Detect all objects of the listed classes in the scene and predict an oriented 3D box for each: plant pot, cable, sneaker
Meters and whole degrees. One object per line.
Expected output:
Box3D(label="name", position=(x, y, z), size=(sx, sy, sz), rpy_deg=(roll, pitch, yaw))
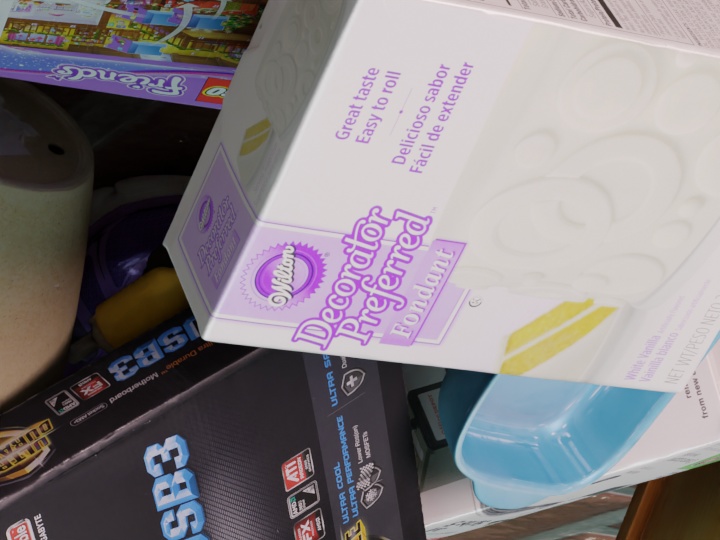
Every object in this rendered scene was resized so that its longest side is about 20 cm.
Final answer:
Box3D(label="plant pot", position=(-0.192, 0.017, 0.996), size=(0.187, 0.188, 0.200), rpy_deg=(14, 121, -31))
Box3D(label="cable", position=(-0.032, -0.014, 1.009), size=(0.097, 0.050, 0.200), rpy_deg=(10, 141, -43))
Box3D(label="sneaker", position=(-0.115, 0.029, 1.124), size=(0.200, 0.084, 0.081), rpy_deg=(-38, 145, 28))

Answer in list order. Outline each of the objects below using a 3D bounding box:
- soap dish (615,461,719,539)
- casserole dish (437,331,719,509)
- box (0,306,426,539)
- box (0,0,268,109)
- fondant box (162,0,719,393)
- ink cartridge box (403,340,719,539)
Box3D(label="soap dish", position=(0.206, 0.122, 1.280), size=(0.081, 0.200, 0.157), rpy_deg=(35, 152, -18))
Box3D(label="casserole dish", position=(0.105, 0.014, 1.038), size=(0.121, 0.039, 0.200), rpy_deg=(15, 117, -49))
Box3D(label="box", position=(-0.067, 0.110, 1.019), size=(0.050, 0.198, 0.200), rpy_deg=(37, 147, 40))
Box3D(label="box", position=(-0.110, -0.107, 0.852), size=(0.199, 0.039, 0.137), rpy_deg=(8, 161, -14))
Box3D(label="fondant box", position=(0.051, -0.036, 0.844), size=(0.199, 0.058, 0.145), rpy_deg=(8, 126, -27))
Box3D(label="ink cartridge box", position=(0.084, 0.070, 1.184), size=(0.199, 0.084, 0.145), rpy_deg=(-18, 170, 16))
